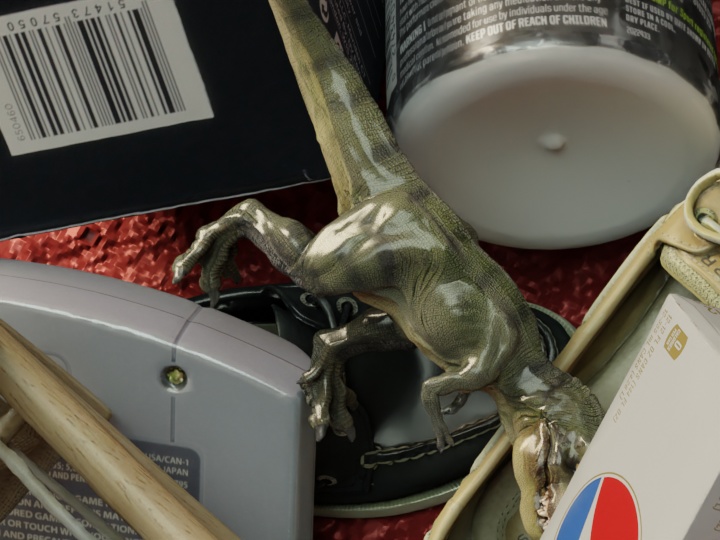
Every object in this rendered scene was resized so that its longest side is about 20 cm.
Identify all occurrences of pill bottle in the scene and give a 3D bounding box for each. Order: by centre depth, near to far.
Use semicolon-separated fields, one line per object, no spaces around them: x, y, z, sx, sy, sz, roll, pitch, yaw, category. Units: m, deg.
0.060;-0.115;0.984;0.106;0.106;0.201;-10;54;14;pill bottle

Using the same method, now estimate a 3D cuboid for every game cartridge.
-0.111;0.063;0.965;0.199;0.042;0.134;8;110;11;game cartridge

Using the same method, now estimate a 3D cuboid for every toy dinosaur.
0.000;0.000;0.885;0.088;0.047;0.200;-34;87;31;toy dinosaur

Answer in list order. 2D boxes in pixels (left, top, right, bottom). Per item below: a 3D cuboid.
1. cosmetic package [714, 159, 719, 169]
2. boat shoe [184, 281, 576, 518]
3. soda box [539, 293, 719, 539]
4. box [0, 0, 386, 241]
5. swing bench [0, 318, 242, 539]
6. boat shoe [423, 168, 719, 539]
0.195;0.021;0.928;0.200;0.052;0.151;29;85;25;cosmetic package
-0.027;0.037;0.985;0.198;0.066;0.075;-3;69;17;boat shoe
0.079;0.112;0.837;0.201;0.068;0.064;-64;27;18;soda box
-0.072;-0.114;0.987;0.148;0.107;0.200;-10;34;14;box
-0.116;0.139;0.867;0.200;0.130;0.199;43;88;2;swing bench
0.096;0.027;0.892;0.201;0.063;0.073;-46;69;17;boat shoe
